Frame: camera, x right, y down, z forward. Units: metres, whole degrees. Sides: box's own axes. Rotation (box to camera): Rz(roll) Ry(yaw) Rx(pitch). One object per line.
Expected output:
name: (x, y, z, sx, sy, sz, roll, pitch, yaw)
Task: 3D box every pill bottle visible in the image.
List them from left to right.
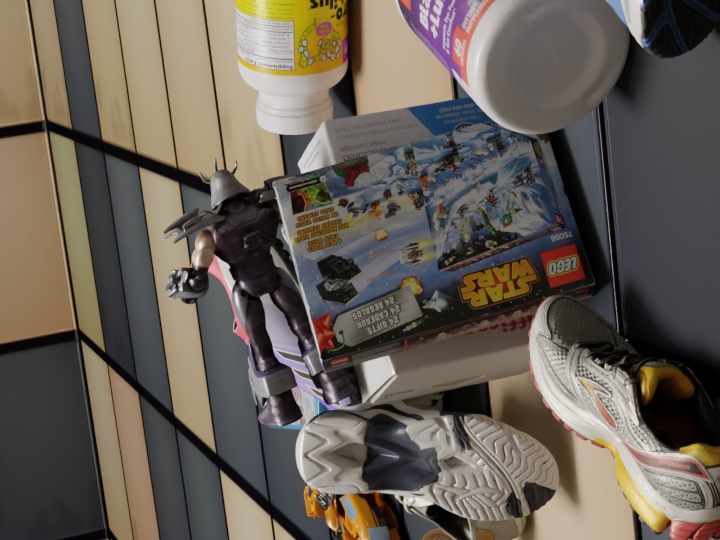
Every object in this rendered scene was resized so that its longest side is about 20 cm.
pill bottle: (-0.063, -0.231, 1.615, 0.104, 0.103, 0.201, -130, 34, -56)
pill bottle: (0.087, -0.185, 1.183, 0.200, 0.111, 0.112, -125, 30, -50)

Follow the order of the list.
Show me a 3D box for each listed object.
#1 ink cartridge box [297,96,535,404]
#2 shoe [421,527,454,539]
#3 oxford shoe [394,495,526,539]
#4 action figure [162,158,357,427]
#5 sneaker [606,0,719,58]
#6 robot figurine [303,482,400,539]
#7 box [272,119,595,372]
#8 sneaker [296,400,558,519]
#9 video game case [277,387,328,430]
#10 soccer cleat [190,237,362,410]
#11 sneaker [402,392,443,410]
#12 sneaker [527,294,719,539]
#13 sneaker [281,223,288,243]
ink cartridge box: (0.053, -0.017, 1.325, 0.084, 0.144, 0.201, 129, 128, -65)
shoe: (0.114, 0.282, 1.466, 0.053, 0.070, 0.200, 39, -176, -37)
oxford shoe: (0.048, 0.169, 1.464, 0.200, 0.058, 0.075, 35, 153, 31)
action figure: (-0.075, 0.013, 1.302, 0.069, 0.129, 0.201, -152, 41, -76)
sneaker: (0.163, -0.223, 0.993, 0.077, 0.075, 0.201, -132, 37, -50)
robot figurine: (-0.007, 0.257, 1.787, 0.146, 0.058, 0.201, 100, 152, -42)
box: (0.051, -0.022, 1.244, 0.040, 0.198, 0.138, 78, 177, -74)
sneaker: (0.052, 0.140, 1.379, 0.130, 0.197, 0.080, -70, -21, -83)
video game case: (-0.067, 0.099, 1.905, 0.200, 0.018, 0.144, 169, 102, -71)
soccer cleat: (-0.061, 0.052, 1.450, 0.201, 0.073, 0.068, 58, -179, -11)
sneaker: (0.051, 0.091, 1.491, 0.130, 0.079, 0.201, -122, 37, -66)
sneaker: (0.180, 0.078, 1.131, 0.200, 0.077, 0.083, 50, 143, 39)
sneaker: (0.000, 0.000, 1.444, 0.082, 0.075, 0.200, 46, -174, -27)
